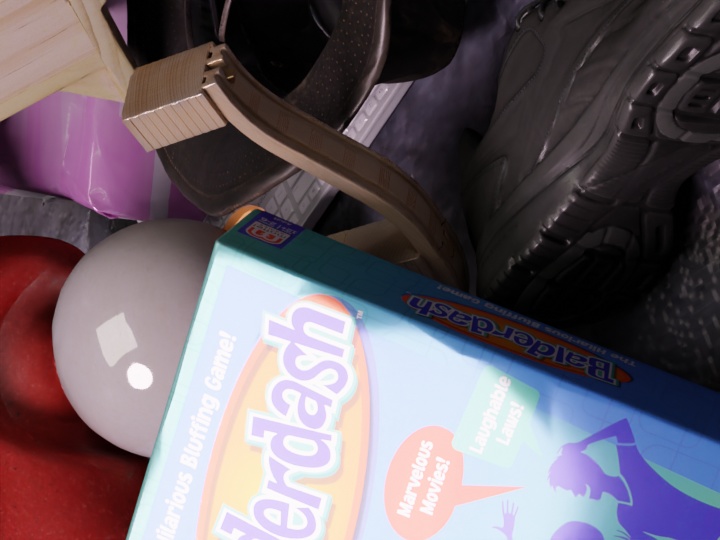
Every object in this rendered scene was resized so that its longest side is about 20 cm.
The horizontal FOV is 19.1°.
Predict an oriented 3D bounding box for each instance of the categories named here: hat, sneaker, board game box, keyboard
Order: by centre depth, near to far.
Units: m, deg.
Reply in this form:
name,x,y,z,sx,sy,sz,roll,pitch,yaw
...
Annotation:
name,x,y,z,sx,sy,sz,roll,pitch,yaw
board game box,0.029,0.087,0.687,0.200,0.045,0.152,21,111,10
sneaker,0.088,-0.066,0.689,0.200,0.076,0.091,-48,48,38
hat,-0.012,-0.106,0.794,0.201,0.081,0.201,-27,58,52
keyboard,-0.015,-0.063,0.865,0.200,0.011,0.056,-54,50,36

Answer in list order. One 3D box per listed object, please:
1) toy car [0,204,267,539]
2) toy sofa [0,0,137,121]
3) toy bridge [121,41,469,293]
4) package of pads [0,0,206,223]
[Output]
name,x,y,z,sx,sy,sz,roll,pitch,yaw
toy car,-0.091,0.053,0.853,0.200,0.184,0.177,-20,72,29
toy sofa,-0.190,-0.072,0.813,0.200,0.098,0.083,-29,40,-1
toy bridge,0.000,0.000,0.731,0.067,0.200,0.027,-17,40,24
package of pads,-0.111,-0.123,0.937,0.120,0.076,0.200,11,98,51
